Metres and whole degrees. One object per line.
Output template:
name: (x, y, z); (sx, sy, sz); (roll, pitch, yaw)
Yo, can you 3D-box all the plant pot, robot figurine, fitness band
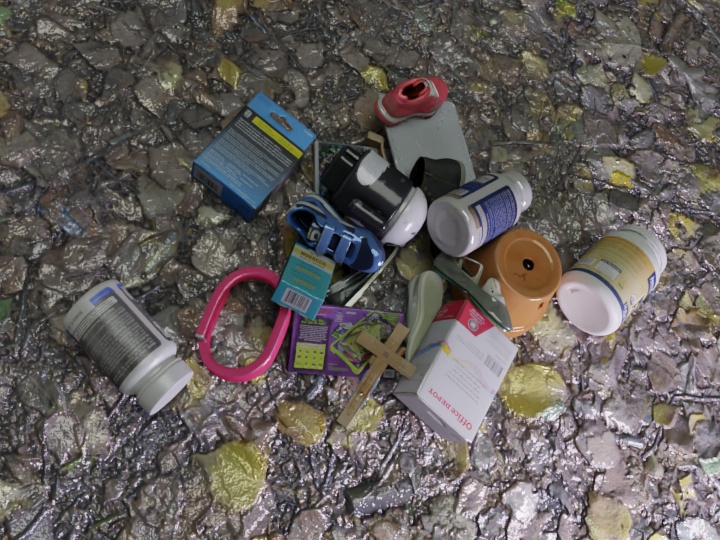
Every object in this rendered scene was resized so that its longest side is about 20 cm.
plant pot: (0.287, 0.012, 1.464); (0.196, 0.140, 0.204); (6, 68, -15)
robot figurine: (0.026, -0.132, 1.393); (0.199, 0.125, 0.151); (37, 67, -5)
fitness band: (-0.196, 0.089, 1.319); (0.141, 0.038, 0.203); (16, 68, 11)

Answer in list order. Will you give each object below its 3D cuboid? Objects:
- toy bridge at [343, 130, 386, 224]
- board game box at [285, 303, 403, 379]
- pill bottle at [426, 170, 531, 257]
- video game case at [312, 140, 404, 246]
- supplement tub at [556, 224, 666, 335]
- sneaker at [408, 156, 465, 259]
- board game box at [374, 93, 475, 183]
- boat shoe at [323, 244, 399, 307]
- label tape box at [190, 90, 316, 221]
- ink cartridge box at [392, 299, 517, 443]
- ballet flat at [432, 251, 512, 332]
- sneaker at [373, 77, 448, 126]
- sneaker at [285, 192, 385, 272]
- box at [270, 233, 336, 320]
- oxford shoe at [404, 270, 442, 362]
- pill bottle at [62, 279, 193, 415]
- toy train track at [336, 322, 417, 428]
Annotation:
toy bridge: (0.020, -0.168, 1.488); (0.066, 0.027, 0.203); (18, 65, -11)
board game box: (-0.027, 0.123, 1.359); (0.196, 0.032, 0.122); (7, 100, -15)
pill bottle: (0.222, -0.111, 1.418); (0.198, 0.111, 0.112); (-28, 80, -35)
video game case: (-0.003, -0.148, 1.501); (0.178, 0.023, 0.204); (4, 70, -16)
supplement tub: (0.494, 0.015, 1.524); (0.199, 0.145, 0.145); (-39, 84, -25)
sneaker: (0.135, -0.112, 1.467); (0.105, 0.074, 0.204); (3, 91, -36)
board game box: (0.131, -0.250, 1.553); (0.197, 0.026, 0.203); (-2, 70, -34)
boat shoe: (0.000, 0.000, 1.418); (0.068, 0.072, 0.200); (45, 66, 0)
label tape box: (-0.196, -0.212, 1.442); (0.143, 0.063, 0.201); (38, 64, 0)
ink cartridge box: (0.169, 0.177, 1.371); (0.147, 0.085, 0.201); (42, 66, -19)
ballet flat: (0.209, 0.026, 1.382); (0.200, 0.067, 0.064); (44, 101, 31)
sneaker: (0.118, -0.340, 1.514); (0.199, 0.087, 0.074); (-30, 87, -39)
sneaker: (-0.047, -0.056, 1.340); (0.199, 0.075, 0.082); (34, 28, 18)
box: (-0.089, -0.005, 1.352); (0.081, 0.049, 0.201); (26, 34, -8)
oxford shoe: (0.109, 0.102, 1.425); (0.074, 0.057, 0.204); (13, 79, -38)
pill bottle: (-0.366, 0.123, 1.235); (0.200, 0.114, 0.114); (46, 64, 4)
toy train track: (0.024, 0.181, 1.344); (0.114, 0.033, 0.202); (33, 93, 11)
